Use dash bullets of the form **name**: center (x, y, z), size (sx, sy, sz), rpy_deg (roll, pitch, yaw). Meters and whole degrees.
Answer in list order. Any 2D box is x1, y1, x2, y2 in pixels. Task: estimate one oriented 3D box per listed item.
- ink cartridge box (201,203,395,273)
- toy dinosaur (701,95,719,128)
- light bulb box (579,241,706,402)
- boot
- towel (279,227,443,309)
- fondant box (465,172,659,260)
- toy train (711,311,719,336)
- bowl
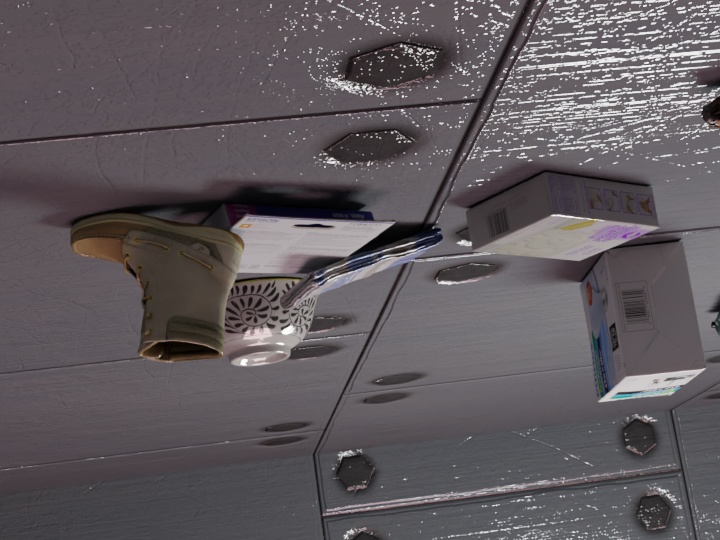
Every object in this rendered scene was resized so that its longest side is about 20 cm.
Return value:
- **ink cartridge box**: center (-0.090, -0.045, 1.651), size (0.196, 0.043, 0.200), rpy_deg (2, 160, -29)
- **toy dinosaur**: center (0.439, -0.185, 1.375), size (0.200, 0.102, 0.136), rpy_deg (-35, 170, 23)
- **light bulb box**: center (0.422, 0.082, 2.084), size (0.124, 0.199, 0.200), rpy_deg (-5, 164, -4)
- **boot**: center (-0.239, 0.021, 1.544), size (0.200, 0.155, 0.072), rpy_deg (7, 155, 2)
- **towel**: center (0.000, 0.000, 1.794), size (0.200, 0.024, 0.147), rpy_deg (-20, 173, -25)
- **fondant box**: center (0.254, -0.064, 1.729), size (0.200, 0.058, 0.144), rpy_deg (3, 161, -39)
- **toy train**: center (0.702, 0.085, 2.482), size (0.114, 0.085, 0.200), rpy_deg (3, 167, 4)
- **bowl**: center (-0.150, 0.083, 1.988), size (0.200, 0.094, 0.201), rpy_deg (-7, 166, -2)
